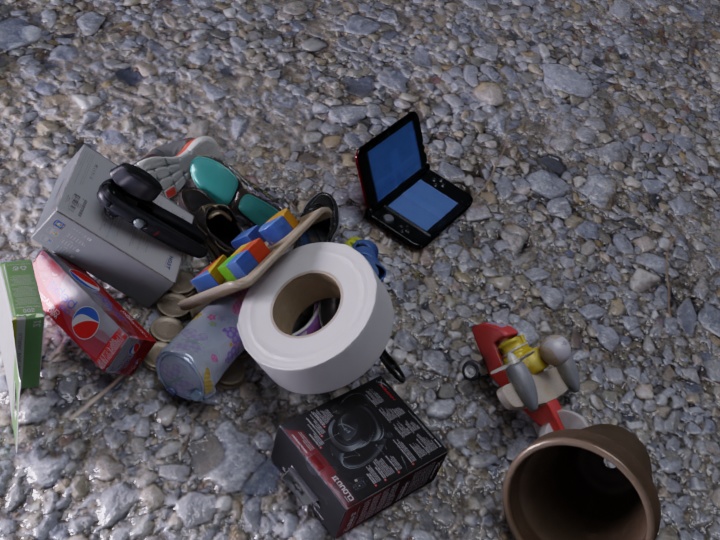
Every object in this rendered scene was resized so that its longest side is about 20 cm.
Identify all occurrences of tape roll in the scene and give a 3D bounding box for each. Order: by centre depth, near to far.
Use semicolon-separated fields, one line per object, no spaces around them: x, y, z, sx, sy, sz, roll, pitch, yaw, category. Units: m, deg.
-0.060;0.062;1.352;0.202;0.071;0.203;-12;53;17;tape roll

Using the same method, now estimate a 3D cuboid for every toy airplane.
0.262;0.160;1.472;0.199;0.141;0.200;29;24;-19;toy airplane

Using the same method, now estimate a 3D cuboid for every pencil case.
-0.195;0.093;1.404;0.091;0.083;0.200;35;44;5;pencil case

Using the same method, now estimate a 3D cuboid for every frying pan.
0.003;0.096;1.447;0.115;0.031;0.190;-30;98;-45;frying pan

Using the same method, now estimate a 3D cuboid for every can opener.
-0.292;-0.073;1.444;0.200;0.079;0.063;42;39;-39;can opener

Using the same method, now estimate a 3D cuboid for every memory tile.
-0.229;0.083;1.476;0.153;0.017;0.200;13;42;-7;memory tile

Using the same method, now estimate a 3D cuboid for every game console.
0.098;-0.159;1.764;0.172;0.119;0.200;34;45;17;game console

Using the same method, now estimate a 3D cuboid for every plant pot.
0.310;0.287;1.349;0.200;0.200;0.175;34;27;16;plant pot

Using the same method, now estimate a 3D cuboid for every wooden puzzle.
-0.156;-0.025;1.426;0.200;0.185;0.046;-42;103;-34;wooden puzzle

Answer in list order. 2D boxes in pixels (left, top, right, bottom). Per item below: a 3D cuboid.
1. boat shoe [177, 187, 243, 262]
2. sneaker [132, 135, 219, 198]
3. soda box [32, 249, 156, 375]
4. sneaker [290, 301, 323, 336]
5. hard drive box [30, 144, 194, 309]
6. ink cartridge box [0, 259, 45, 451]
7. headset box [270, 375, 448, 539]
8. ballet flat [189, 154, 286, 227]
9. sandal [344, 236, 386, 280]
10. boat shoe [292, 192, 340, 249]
-0.223;-0.072;1.595;0.074;0.073;0.200;-19;55;-34;boat shoe
-0.330;-0.169;1.680;0.082;0.077;0.200;17;33;40;sneaker
-0.378;0.058;1.397;0.200;0.063;0.070;41;6;22;soda box
-0.042;0.070;1.474;0.073;0.114;0.200;15;36;30;sneaker
-0.357;-0.064;1.479;0.200;0.077;0.156;35;36;-24;hard drive box
-0.428;0.107;1.287;0.048;0.146;0.200;-6;48;-26;ink cartridge box
-0.010;0.247;1.338;0.200;0.077;0.149;-23;56;-35;headset box
-0.196;-0.119;1.667;0.200;0.072;0.072;36;45;13;ballet flat
0.000;0.000;1.559;0.087;0.080;0.200;12;17;12;sandal
-0.073;-0.074;1.654;0.070;0.066;0.200;20;43;1;boat shoe
